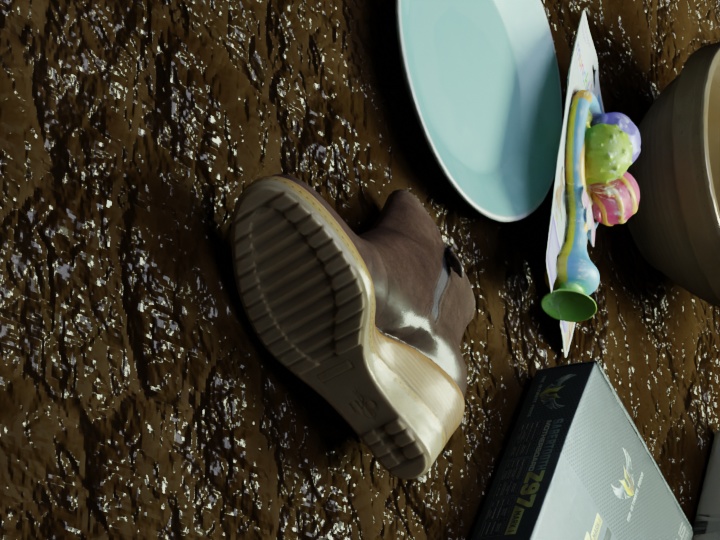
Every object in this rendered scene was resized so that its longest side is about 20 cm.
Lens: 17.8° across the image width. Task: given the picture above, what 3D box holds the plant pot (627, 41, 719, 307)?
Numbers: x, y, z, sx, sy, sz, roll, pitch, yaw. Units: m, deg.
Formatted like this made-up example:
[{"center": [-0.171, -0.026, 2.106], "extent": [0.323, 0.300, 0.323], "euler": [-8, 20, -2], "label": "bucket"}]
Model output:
[{"center": [0.246, -0.055, 1.623], "extent": [0.201, 0.092, 0.202], "euler": [26, 58, -52], "label": "plant pot"}]

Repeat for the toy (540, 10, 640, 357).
[{"center": [0.156, -0.056, 1.497], "extent": [0.115, 0.047, 0.201], "euler": [71, 28, -53], "label": "toy"}]

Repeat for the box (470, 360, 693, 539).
[{"center": [0.133, 0.180, 1.410], "extent": [0.158, 0.051, 0.200], "euler": [58, 38, -28], "label": "box"}]

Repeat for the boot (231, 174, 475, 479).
[{"center": [0.000, 0.000, 1.263], "extent": [0.201, 0.072, 0.167], "euler": [60, 24, -25], "label": "boot"}]

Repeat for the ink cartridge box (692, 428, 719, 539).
[{"center": [0.308, 0.197, 1.591], "extent": [0.086, 0.146, 0.201], "euler": [56, 39, -30], "label": "ink cartridge box"}]

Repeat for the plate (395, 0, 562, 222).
[{"center": [0.068, -0.127, 1.428], "extent": [0.200, 0.025, 0.201], "euler": [26, 59, -52], "label": "plate"}]
